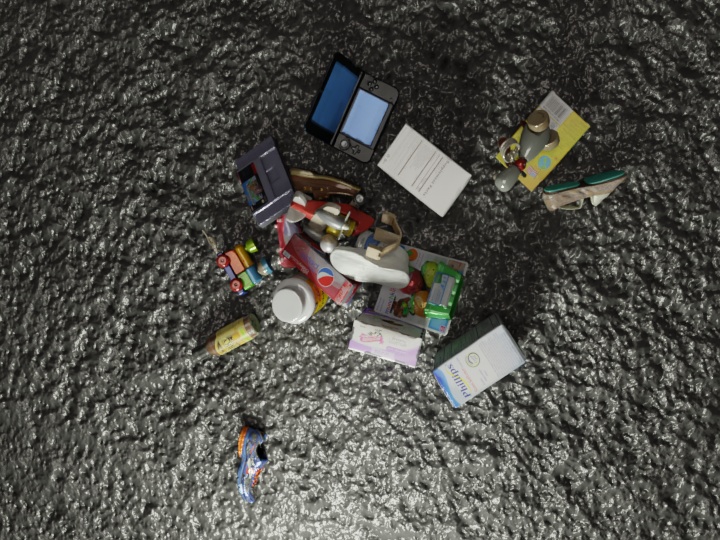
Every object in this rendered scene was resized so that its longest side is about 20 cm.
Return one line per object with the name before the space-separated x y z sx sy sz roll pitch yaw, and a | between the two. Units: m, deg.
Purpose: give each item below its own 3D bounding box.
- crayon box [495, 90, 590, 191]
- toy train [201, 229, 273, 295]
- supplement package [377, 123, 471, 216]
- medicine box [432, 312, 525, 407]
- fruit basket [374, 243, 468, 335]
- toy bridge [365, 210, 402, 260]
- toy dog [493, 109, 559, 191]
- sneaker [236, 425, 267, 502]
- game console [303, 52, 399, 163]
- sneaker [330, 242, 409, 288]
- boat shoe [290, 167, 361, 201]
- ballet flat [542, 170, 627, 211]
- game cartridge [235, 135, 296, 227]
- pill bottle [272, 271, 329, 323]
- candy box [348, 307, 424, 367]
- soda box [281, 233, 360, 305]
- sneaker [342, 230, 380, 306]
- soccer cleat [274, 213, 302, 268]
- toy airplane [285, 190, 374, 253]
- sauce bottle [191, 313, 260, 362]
crayon box | 0.431 -0.306 1.404 0.127 0.051 0.201 43 99 4
toy train | -0.321 -0.049 1.536 0.114 0.085 0.203 -30 89 0
supplement package | 0.157 -0.238 1.418 0.198 0.121 0.121 39 99 4
medicine box | 0.278 0.209 1.400 0.198 0.182 0.104 -36 88 10
fruit basket | 0.148 0.040 1.445 0.195 0.094 0.190 18 80 15
toy bridge | 0.065 -0.080 1.411 0.065 0.201 0.028 20 124 3
toy dog | 0.362 -0.281 1.341 0.198 0.096 0.134 -34 130 -18
sneaker | -0.288 0.524 1.574 0.076 0.075 0.207 1 96 6
game console | -0.019 -0.394 1.438 0.167 0.118 0.204 27 98 7
sneaker | 0.025 -0.030 1.415 0.195 0.117 0.075 19 126 -6
boat shoe | -0.092 -0.210 1.491 0.194 0.072 0.070 15 102 14
ballet flat | 0.534 -0.185 1.397 0.194 0.068 0.069 -11 112 15
game cartridge | -0.241 -0.226 1.496 0.127 0.038 0.204 -28 70 11
pill bottle | -0.148 0.064 1.447 0.106 0.200 0.113 2 100 13
candy box | 0.069 0.158 1.422 0.163 0.200 0.074 15 97 8
soda box | -0.096 -0.005 1.432 0.199 0.070 0.064 41 103 12
sneaker | 0.000 0.000 1.484 0.075 0.076 0.205 23 97 7
soccer cleat | -0.182 -0.109 1.522 0.074 0.066 0.207 -1 85 -28
toy airplane | -0.086 -0.115 1.408 0.194 0.199 0.146 -3 80 28
sauce bottle | -0.361 0.186 1.566 0.196 0.065 0.066 -29 89 12
